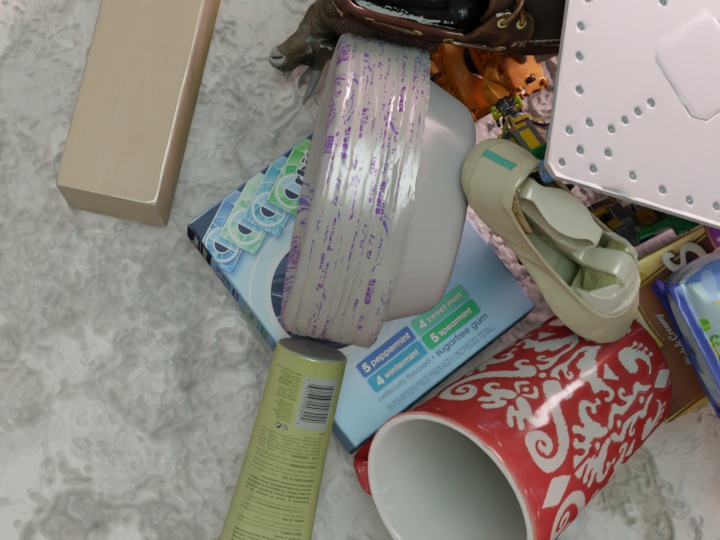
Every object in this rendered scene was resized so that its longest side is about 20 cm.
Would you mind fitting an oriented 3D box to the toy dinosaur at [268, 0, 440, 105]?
[{"bbox_3d":[0.017,-0.186,1.334,0.077,0.199,0.103,-57,130,-33],"label":"toy dinosaur"}]

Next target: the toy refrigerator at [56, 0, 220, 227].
[{"bbox_3d":[-0.156,-0.140,1.370,0.075,0.070,0.202,11,77,4],"label":"toy refrigerator"}]

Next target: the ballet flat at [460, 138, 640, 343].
[{"bbox_3d":[0.138,-0.013,1.217,0.200,0.069,0.070,41,74,-37],"label":"ballet flat"}]

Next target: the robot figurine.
[{"bbox_3d":[0.058,-0.206,1.367,0.058,0.145,0.201,-28,93,-27],"label":"robot figurine"}]

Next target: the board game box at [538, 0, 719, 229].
[{"bbox_3d":[0.212,-0.125,1.199,0.198,0.026,0.202,15,71,-18],"label":"board game box"}]

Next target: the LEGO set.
[{"bbox_3d":[0.172,-0.094,1.311,0.199,0.154,0.116,-31,39,1],"label":"LEGO set"}]

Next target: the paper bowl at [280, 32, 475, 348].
[{"bbox_3d":[0.014,-0.049,1.254,0.103,0.201,0.203,11,78,-4],"label":"paper bowl"}]

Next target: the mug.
[{"bbox_3d":[0.100,0.102,1.292,0.177,0.135,0.199,27,40,29],"label":"mug"}]

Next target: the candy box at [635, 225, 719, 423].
[{"bbox_3d":[0.277,0.010,1.356,0.199,0.056,0.117,-28,97,4],"label":"candy box"}]

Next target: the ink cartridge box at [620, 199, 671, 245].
[{"bbox_3d":[0.294,-0.042,1.408,0.196,0.047,0.202,16,76,-3],"label":"ink cartridge box"}]

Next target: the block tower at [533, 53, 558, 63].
[{"bbox_3d":[0.140,-0.225,1.351,0.054,0.201,0.058,-23,119,20],"label":"block tower"}]

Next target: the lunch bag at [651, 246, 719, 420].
[{"bbox_3d":[0.316,0.058,1.273,0.169,0.127,0.201,-28,88,3],"label":"lunch bag"}]

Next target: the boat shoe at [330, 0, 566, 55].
[{"bbox_3d":[0.078,-0.173,1.211,0.198,0.070,0.071,1,101,-3],"label":"boat shoe"}]

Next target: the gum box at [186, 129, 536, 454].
[{"bbox_3d":[0.000,0.000,1.368,0.169,0.045,0.201,-36,84,-11],"label":"gum box"}]

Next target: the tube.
[{"bbox_3d":[-0.058,0.149,1.316,0.058,0.052,0.202,21,102,38],"label":"tube"}]
